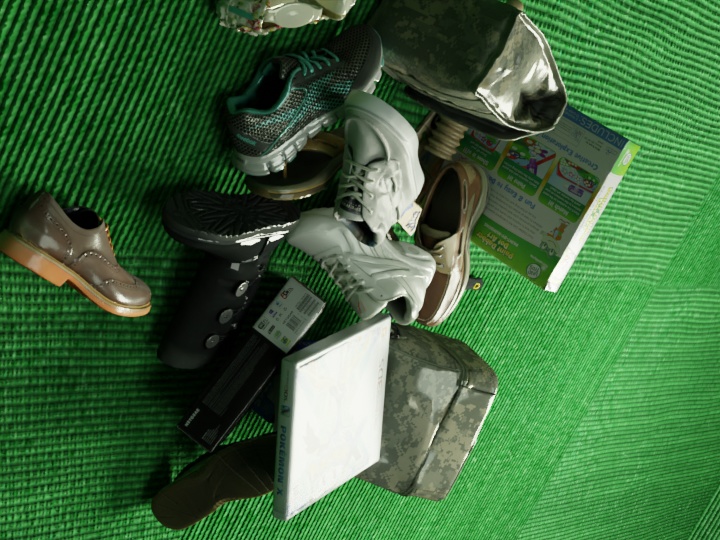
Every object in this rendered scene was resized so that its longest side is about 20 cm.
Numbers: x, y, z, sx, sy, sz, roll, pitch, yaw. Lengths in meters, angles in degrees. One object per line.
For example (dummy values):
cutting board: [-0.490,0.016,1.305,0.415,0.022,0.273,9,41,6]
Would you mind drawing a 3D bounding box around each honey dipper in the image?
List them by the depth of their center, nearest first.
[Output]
honey dipper: [0.134,-0.223,1.674,0.038,0.038,0.201,16,102,-58]

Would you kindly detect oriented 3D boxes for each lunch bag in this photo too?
lunch bag: [0.117,-0.217,1.535,0.118,0.164,0.200,-60,149,-1]
lunch bag: [0.048,0.164,1.760,0.167,0.139,0.201,15,109,-36]

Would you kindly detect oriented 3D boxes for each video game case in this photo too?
video game case: [-0.029,0.157,1.597,0.200,0.022,0.183,-23,122,-55]

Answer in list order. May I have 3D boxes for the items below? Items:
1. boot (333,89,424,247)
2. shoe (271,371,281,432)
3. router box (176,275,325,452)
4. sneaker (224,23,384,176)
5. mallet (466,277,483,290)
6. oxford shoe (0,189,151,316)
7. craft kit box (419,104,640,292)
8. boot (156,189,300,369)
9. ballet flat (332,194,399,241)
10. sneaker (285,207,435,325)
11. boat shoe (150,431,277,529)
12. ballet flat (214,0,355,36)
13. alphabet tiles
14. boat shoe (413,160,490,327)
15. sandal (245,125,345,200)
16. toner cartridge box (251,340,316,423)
boot: [0.010,-0.093,1.446,0.096,0.073,0.200,-60,156,-15]
shoe: [-0.055,0.181,1.696,0.091,0.071,0.201,-26,137,-35]
router box: [-0.115,0.102,1.578,0.200,0.051,0.149,-52,179,-4]
sneaker: [-0.056,-0.183,1.422,0.200,0.077,0.091,-46,145,-18]
mallet: [0.114,0.008,1.887,0.200,0.041,0.066,-10,131,-56]
oxford shoe: [-0.244,-0.013,1.328,0.073,0.071,0.200,-59,150,-3]
craft kit box: [0.195,-0.109,1.705,0.198,0.200,0.048,-59,151,9]
boot: [-0.163,0.014,1.465,0.164,0.066,0.200,-2,136,-43]
ballet flat: [0.012,-0.044,1.677,0.200,0.067,0.047,56,29,-57]
sneaker: [0.000,0.000,1.596,0.199,0.078,0.100,24,60,-28]
boat shoe: [-0.149,0.225,1.640,0.200,0.072,0.066,-30,-161,20]
ballet flat: [-0.050,-0.255,1.364,0.199,0.064,0.076,-26,139,-40]
alphabet tiles: [0.099,-0.121,1.761,0.167,0.008,0.200,-53,149,-4]
boat shoe: [0.090,-0.034,1.694,0.072,0.075,0.201,8,95,-61]
sandal: [-0.044,-0.128,1.493,0.200,0.080,0.054,-31,127,-36]
toner cartridge box: [-0.047,0.138,1.778,0.200,0.043,0.095,8,112,-57]
